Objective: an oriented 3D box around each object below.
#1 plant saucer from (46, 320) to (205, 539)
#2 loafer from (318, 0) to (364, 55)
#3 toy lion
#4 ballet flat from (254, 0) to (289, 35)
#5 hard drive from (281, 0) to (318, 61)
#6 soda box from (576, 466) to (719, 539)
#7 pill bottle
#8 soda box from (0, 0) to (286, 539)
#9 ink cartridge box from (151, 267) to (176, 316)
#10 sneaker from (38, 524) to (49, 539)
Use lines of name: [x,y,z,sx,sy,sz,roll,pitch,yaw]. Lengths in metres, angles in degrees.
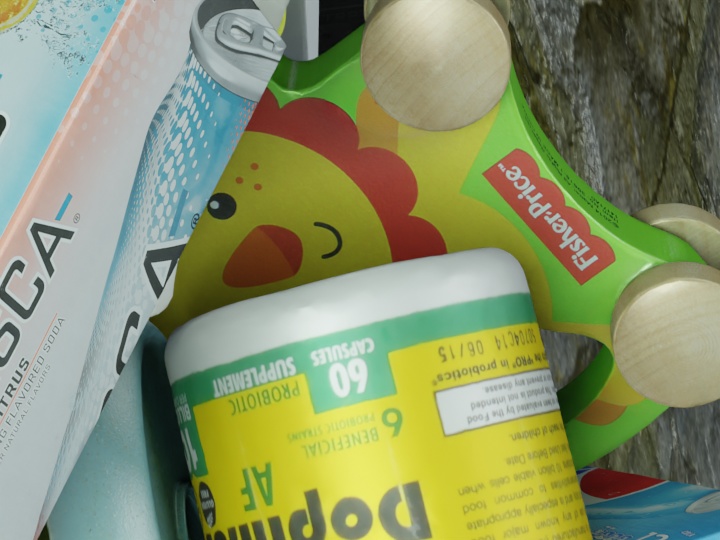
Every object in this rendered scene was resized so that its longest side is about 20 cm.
plant saucer: [-0.055,0.097,0.767,0.200,0.027,0.200,-14,90,-86]
loafer: [0.000,-0.103,1.163,0.200,0.073,0.071,-75,158,-44]
toy lion: [0.000,0.000,0.844,0.200,0.192,0.069,46,19,-18]
ballet flat: [-0.046,-0.134,0.903,0.067,0.067,0.200,37,42,-39]
hard drive: [-0.031,-0.133,1.051,0.200,0.027,0.132,-91,179,-47]
soda box: [0.073,0.107,0.858,0.200,0.064,0.068,2,-74,65]
pill bottle: [0.017,0.102,0.758,0.113,0.113,0.200,0,76,-71]
soda box: [-0.095,0.010,0.585,0.200,0.064,0.068,-64,151,-14]
ink cartridge box: [-0.120,-0.035,0.654,0.200,0.067,0.117,-13,116,-59]
sneaker: [-0.113,0.099,0.693,0.200,0.074,0.085,-44,121,-68]
